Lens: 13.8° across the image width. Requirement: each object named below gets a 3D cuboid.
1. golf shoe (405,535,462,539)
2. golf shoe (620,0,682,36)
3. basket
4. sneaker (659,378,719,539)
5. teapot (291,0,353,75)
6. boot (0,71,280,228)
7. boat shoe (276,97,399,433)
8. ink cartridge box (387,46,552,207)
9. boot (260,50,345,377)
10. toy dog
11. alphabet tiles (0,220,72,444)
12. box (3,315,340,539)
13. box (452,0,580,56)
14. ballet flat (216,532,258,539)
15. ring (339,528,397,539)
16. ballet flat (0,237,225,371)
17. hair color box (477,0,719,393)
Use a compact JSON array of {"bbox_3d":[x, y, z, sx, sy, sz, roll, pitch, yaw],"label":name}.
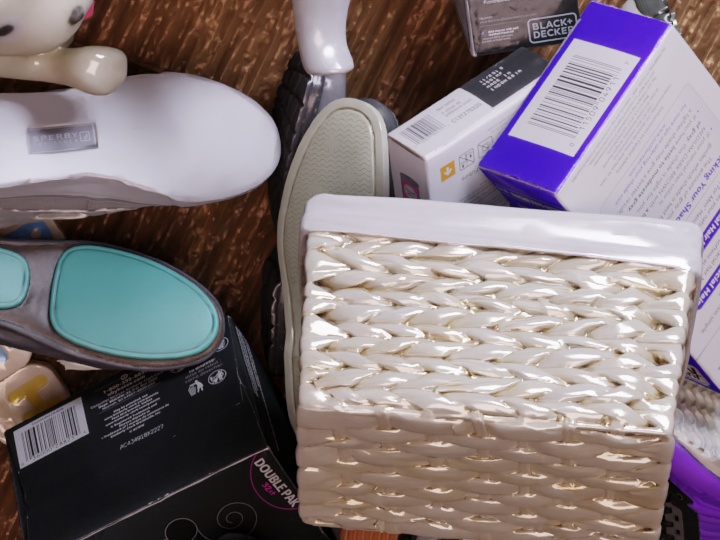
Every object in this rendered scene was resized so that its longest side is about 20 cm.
[{"bbox_3d":[0.089,0.135,1.675,0.078,0.094,0.200,2,115,-39],"label":"golf shoe"},{"bbox_3d":[0.139,-0.057,1.630,0.088,0.077,0.200,1,110,0],"label":"golf shoe"},{"bbox_3d":[0.065,0.054,1.464,0.200,0.123,0.136,4,145,3],"label":"basket"},{"bbox_3d":[0.187,0.126,1.668,0.100,0.070,0.200,-32,145,19],"label":"sneaker"},{"bbox_3d":[-0.059,-0.220,1.460,0.197,0.200,0.146,22,135,3],"label":"teapot"},{"bbox_3d":[-0.149,-0.061,1.593,0.200,0.096,0.074,1,80,-17],"label":"boot"},{"bbox_3d":[0.000,0.000,1.587,0.068,0.072,0.200,-22,120,-47],"label":"boat shoe"},{"bbox_3d":[0.069,-0.014,1.559,0.095,0.037,0.200,-34,137,-25],"label":"ink cartridge box"},{"bbox_3d":[0.015,-0.030,1.637,0.132,0.070,0.200,0,121,-8],"label":"boot"},{"bbox_3d":[-0.181,-0.173,1.487,0.194,0.200,0.140,39,101,-18],"label":"toy dog"},{"bbox_3d":[-0.251,0.025,1.651,0.196,0.015,0.200,-31,109,5],"label":"alphabet tiles"},{"bbox_3d":[-0.081,0.157,1.633,0.149,0.124,0.200,-27,126,6],"label":"box"},{"bbox_3d":[0.069,-0.224,1.541,0.060,0.117,0.200,-8,112,-1],"label":"box"},{"bbox_3d":[-0.017,0.201,1.561,0.068,0.068,0.200,-32,126,9],"label":"ballet flat"},{"bbox_3d":[0.062,0.154,1.573,0.200,0.019,0.201,2,87,-40],"label":"ring"},{"bbox_3d":[-0.173,0.017,1.612,0.200,0.073,0.073,11,108,-3],"label":"ballet flat"},{"bbox_3d":[0.156,-0.035,1.536,0.109,0.065,0.200,-55,132,-12],"label":"hair color box"}]
